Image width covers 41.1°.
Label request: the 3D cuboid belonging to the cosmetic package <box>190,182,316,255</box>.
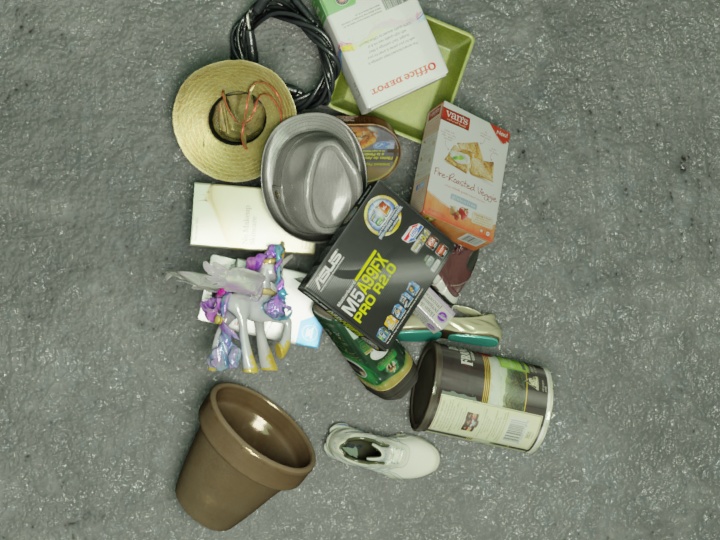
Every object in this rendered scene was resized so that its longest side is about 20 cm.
[{"bbox_3d":[-0.170,-0.082,1.539,0.198,0.073,0.105,3,90,-10],"label":"cosmetic package"}]

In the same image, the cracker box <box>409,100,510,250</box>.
[{"bbox_3d":[0.158,-0.150,1.526,0.133,0.058,0.202,21,67,-23],"label":"cracker box"}]

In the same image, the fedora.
[{"bbox_3d":[-0.057,-0.136,1.458,0.175,0.090,0.202,-5,103,-23],"label":"fedora"}]

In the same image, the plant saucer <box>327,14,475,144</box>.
[{"bbox_3d":[0.063,-0.326,1.584,0.198,0.048,0.202,20,88,-9],"label":"plant saucer"}]

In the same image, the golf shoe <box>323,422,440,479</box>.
[{"bbox_3d":[0.041,0.304,1.565,0.198,0.097,0.079,10,87,-10],"label":"golf shoe"}]

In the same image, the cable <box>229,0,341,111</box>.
[{"bbox_3d":[-0.121,-0.336,1.527,0.163,0.051,0.201,-39,91,18],"label":"cable"}]

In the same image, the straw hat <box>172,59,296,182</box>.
[{"bbox_3d":[-0.190,-0.244,1.522,0.199,0.085,0.203,2,111,6],"label":"straw hat"}]

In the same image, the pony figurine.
[{"bbox_3d":[-0.181,0.051,1.447,0.192,0.166,0.202,4,87,-40],"label":"pony figurine"}]

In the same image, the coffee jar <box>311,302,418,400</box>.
[{"bbox_3d":[0.012,0.114,1.523,0.085,0.104,0.201,-43,123,-16],"label":"coffee jar"}]

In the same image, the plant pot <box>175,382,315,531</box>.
[{"bbox_3d":[-0.198,0.304,1.496,0.200,0.200,0.175,37,102,-7],"label":"plant pot"}]

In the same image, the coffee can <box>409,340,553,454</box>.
[{"bbox_3d":[0.194,0.207,1.562,0.198,0.146,0.148,13,89,-9],"label":"coffee can"}]

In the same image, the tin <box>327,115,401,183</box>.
[{"bbox_3d":[-0.034,-0.194,1.549,0.198,0.042,0.113,-1,124,-8],"label":"tin"}]

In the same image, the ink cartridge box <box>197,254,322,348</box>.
[{"bbox_3d":[-0.154,0.048,1.545,0.198,0.068,0.117,12,89,-8],"label":"ink cartridge box"}]

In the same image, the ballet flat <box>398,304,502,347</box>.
[{"bbox_3d":[0.138,0.088,1.599,0.198,0.069,0.070,6,90,-11],"label":"ballet flat"}]

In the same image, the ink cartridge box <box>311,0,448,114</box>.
[{"bbox_3d":[0.030,-0.366,1.511,0.144,0.084,0.202,-25,94,-7],"label":"ink cartridge box"}]

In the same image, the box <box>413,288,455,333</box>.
[{"bbox_3d":[0.066,0.016,1.538,0.200,0.041,0.039,46,70,-3],"label":"box"}]

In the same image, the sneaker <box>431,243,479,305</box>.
[{"bbox_3d":[0.126,-0.040,1.555,0.116,0.075,0.200,-50,136,-8],"label":"sneaker"}]

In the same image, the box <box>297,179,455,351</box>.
[{"bbox_3d":[0.026,-0.006,1.425,0.160,0.044,0.201,39,75,-15],"label":"box"}]
